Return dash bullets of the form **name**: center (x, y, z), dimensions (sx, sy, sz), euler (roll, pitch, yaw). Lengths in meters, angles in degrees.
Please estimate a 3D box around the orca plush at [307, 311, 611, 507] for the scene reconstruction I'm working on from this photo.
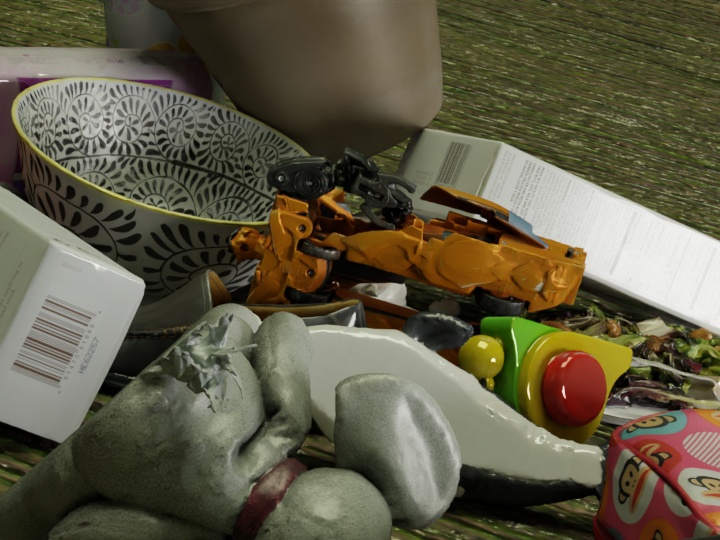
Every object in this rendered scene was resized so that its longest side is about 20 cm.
- **orca plush**: center (0.049, 0.082, 1.583), dimensions (0.199, 0.106, 0.071), euler (6, -15, -3)

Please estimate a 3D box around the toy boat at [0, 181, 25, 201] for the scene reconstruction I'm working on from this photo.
- **toy boat**: center (-0.293, -0.064, 1.747), dimensions (0.199, 0.131, 0.131), euler (10, 16, -2)

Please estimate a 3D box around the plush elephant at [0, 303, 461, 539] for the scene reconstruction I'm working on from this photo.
- **plush elephant**: center (-0.048, 0.104, 1.332), dimensions (0.165, 0.155, 0.200), euler (-42, 2, -21)

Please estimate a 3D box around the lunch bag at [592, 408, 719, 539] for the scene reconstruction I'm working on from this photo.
- **lunch bag**: center (0.232, 0.137, 1.482), dimensions (0.199, 0.082, 0.176), euler (4, 18, -21)

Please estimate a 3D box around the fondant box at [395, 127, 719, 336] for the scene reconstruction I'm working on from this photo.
- **fondant box**: center (0.132, -0.025, 1.867), dimensions (0.199, 0.059, 0.144), euler (24, -2, -22)

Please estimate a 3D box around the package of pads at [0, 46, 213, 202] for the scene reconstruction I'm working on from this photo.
- **package of pads**: center (-0.199, -0.082, 1.888), dimensions (0.199, 0.121, 0.076), euler (-2, 20, -34)

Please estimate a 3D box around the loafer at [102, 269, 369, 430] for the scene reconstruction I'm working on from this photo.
- **loafer**: center (-0.090, 0.033, 1.652), dimensions (0.199, 0.073, 0.073), euler (10, 17, 0)

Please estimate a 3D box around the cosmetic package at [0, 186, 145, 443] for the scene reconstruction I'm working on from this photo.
- **cosmetic package**: center (-0.209, 0.007, 1.591), dimensions (0.074, 0.102, 0.200), euler (25, 5, -39)

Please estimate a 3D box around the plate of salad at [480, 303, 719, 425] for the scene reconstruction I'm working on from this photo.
- **plate of salad**: center (0.165, 0.051, 1.794), dimensions (0.199, 0.048, 0.200), euler (10, 17, -3)

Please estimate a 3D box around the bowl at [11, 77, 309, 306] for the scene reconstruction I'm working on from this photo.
- **bowl**: center (-0.126, -0.034, 1.796), dimensions (0.200, 0.095, 0.201), euler (14, 22, -6)

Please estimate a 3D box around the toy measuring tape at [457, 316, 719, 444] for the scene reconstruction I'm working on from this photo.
- **toy measuring tape**: center (0.129, 0.075, 1.652), dimensions (0.199, 0.074, 0.073), euler (16, 9, -39)

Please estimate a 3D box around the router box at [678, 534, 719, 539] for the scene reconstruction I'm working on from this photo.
- **router box**: center (0.122, 0.156, 1.251), dimensions (0.199, 0.062, 0.150), euler (-3, -15, -41)

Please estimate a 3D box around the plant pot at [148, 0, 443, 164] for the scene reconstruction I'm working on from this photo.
- **plant pot**: center (-0.027, -0.167, 1.885), dimensions (0.199, 0.174, 0.200), euler (-19, 22, 8)

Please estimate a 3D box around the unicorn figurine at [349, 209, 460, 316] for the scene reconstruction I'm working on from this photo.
- **unicorn figurine**: center (0.000, 0.000, 1.847), dimensions (0.137, 0.074, 0.199), euler (-7, 7, -44)

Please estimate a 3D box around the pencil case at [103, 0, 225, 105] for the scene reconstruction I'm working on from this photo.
- **pencil case**: center (-0.134, -0.145, 1.998), dimensions (0.083, 0.201, 0.091), euler (-10, 18, -19)

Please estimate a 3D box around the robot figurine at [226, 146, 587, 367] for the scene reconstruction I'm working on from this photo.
- **robot figurine**: center (0.021, 0.008, 1.687), dimensions (0.199, 0.146, 0.058), euler (17, 20, 1)
